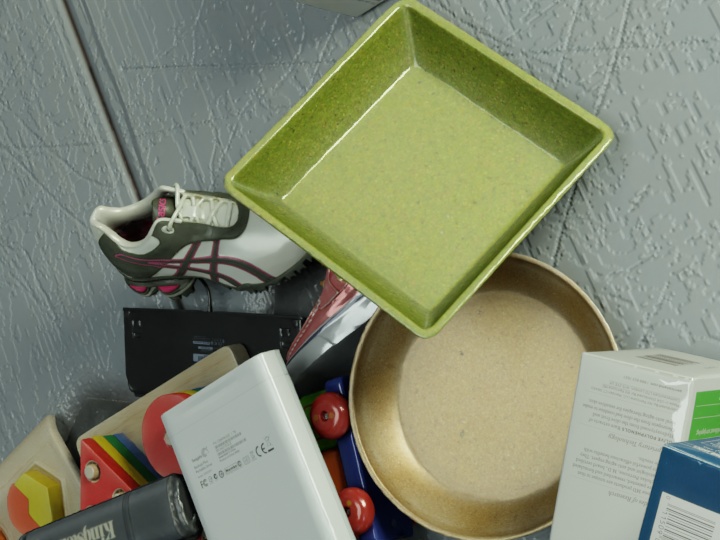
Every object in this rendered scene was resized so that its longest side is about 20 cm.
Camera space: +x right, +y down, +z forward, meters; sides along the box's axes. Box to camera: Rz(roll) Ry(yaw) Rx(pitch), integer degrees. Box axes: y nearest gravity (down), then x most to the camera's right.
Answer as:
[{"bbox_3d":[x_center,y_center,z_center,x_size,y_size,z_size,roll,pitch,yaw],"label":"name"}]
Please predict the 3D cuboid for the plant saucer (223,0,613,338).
[{"bbox_3d":[0.041,-0.067,1.181,0.200,0.048,0.200,37,75,25],"label":"plant saucer"}]

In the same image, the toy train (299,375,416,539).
[{"bbox_3d":[-0.017,0.187,1.249,0.115,0.085,0.201,-21,77,33],"label":"toy train"}]

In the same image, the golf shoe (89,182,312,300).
[{"bbox_3d":[-0.116,-0.028,1.313,0.199,0.088,0.077,-12,55,25],"label":"golf shoe"}]

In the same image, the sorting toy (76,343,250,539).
[{"bbox_3d":[-0.146,0.190,1.349,0.200,0.069,0.199,-32,74,34],"label":"sorting toy"}]

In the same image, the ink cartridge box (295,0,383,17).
[{"bbox_3d":[0.023,-0.297,1.230,0.200,0.084,0.147,-28,73,33],"label":"ink cartridge box"}]

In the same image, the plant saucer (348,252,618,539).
[{"bbox_3d":[0.090,0.087,1.179,0.199,0.035,0.201,-3,83,22],"label":"plant saucer"}]

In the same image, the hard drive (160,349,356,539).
[{"bbox_3d":[-0.067,0.174,1.225,0.132,0.027,0.201,-32,75,42],"label":"hard drive"}]

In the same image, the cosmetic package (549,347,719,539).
[{"bbox_3d":[0.183,0.155,1.084,0.085,0.107,0.201,12,98,36],"label":"cosmetic package"}]

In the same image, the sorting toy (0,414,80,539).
[{"bbox_3d":[-0.288,0.257,1.489,0.185,0.036,0.200,-44,64,29],"label":"sorting toy"}]

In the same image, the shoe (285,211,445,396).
[{"bbox_3d":[0.000,0.000,1.255,0.200,0.071,0.091,-46,62,21],"label":"shoe"}]

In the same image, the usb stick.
[{"bbox_3d":[-0.199,0.209,1.327,0.200,0.033,0.056,-24,79,36],"label":"usb stick"}]

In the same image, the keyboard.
[{"bbox_3d":[-0.118,0.046,1.374,0.199,0.021,0.128,2,96,37],"label":"keyboard"}]

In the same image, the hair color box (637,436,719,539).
[{"bbox_3d":[0.235,0.150,0.984,0.060,0.200,0.100,20,102,36],"label":"hair color box"}]
